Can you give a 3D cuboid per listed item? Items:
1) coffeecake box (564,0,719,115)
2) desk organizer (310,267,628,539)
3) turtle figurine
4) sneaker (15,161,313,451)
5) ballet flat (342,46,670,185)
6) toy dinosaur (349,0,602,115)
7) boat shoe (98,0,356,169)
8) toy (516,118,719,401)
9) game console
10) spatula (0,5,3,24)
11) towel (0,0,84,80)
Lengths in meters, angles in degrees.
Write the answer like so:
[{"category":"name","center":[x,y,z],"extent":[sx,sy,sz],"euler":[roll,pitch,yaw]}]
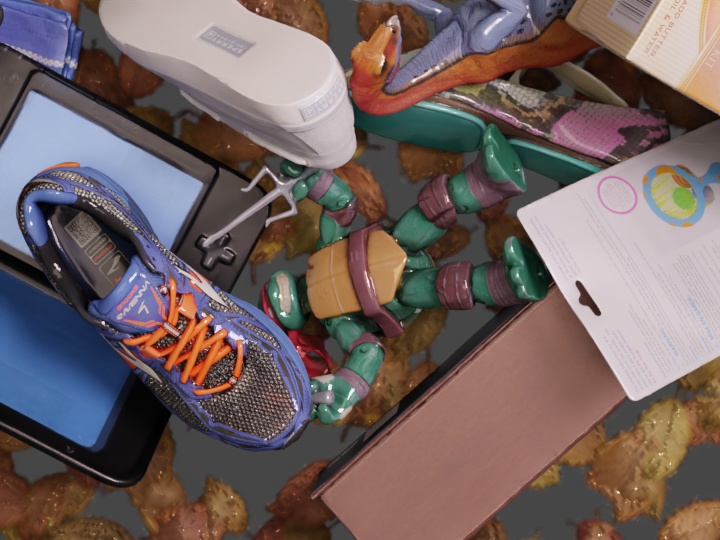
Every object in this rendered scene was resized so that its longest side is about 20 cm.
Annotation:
[{"category":"coffeecake box","center":[0.229,-0.139,0.845],"extent":[0.199,0.073,0.154],"euler":[24,103,-28]},{"category":"desk organizer","center":[0.072,0.084,0.954],"extent":[0.200,0.072,0.077],"euler":[-42,91,4]},{"category":"turtle figurine","center":[0.000,0.000,0.939],"extent":[0.199,0.101,0.151],"euler":[-20,86,22]},{"category":"sneaker","center":[-0.109,0.023,0.875],"extent":[0.200,0.078,0.075],"euler":[40,94,4]},{"category":"ballet flat","center":[0.081,-0.094,0.958],"extent":[0.199,0.069,0.072],"euler":[16,74,0]},{"category":"toy dinosaur","center":[0.080,-0.132,0.902],"extent":[0.200,0.105,0.182],"euler":[37,71,1]},{"category":"boat shoe","center":[-0.072,-0.113,0.937],"extent":[0.200,0.069,0.072],"euler":[26,61,39]},{"category":"toy","center":[0.183,-0.011,0.919],"extent":[0.199,0.047,0.115],"euler":[-25,75,-25]},{"category":"game console","center":[-0.169,-0.009,0.931],"extent":[0.199,0.116,0.177],"euler":[29,93,-8]},{"category":"spatula","center":[-0.289,-0.116,0.977],"extent":[0.199,0.021,0.057],"euler":[-19,82,17]},{"category":"towel","center":[-0.256,-0.073,0.997],"extent":[0.144,0.024,0.201],"euler":[17,92,4]}]
